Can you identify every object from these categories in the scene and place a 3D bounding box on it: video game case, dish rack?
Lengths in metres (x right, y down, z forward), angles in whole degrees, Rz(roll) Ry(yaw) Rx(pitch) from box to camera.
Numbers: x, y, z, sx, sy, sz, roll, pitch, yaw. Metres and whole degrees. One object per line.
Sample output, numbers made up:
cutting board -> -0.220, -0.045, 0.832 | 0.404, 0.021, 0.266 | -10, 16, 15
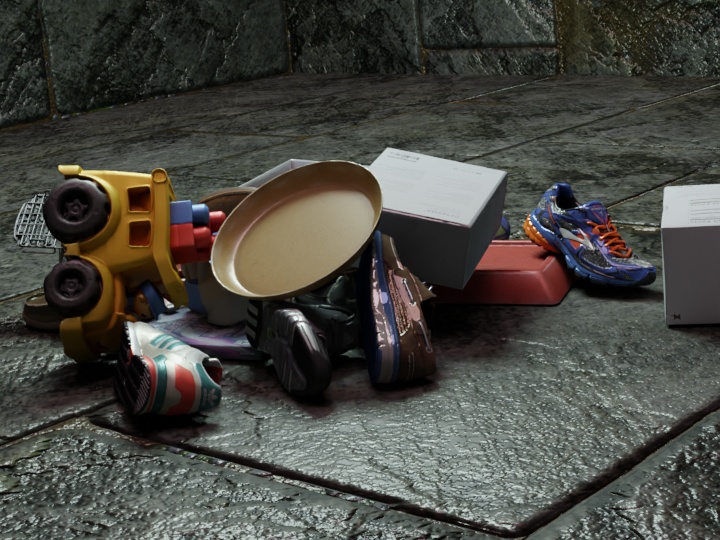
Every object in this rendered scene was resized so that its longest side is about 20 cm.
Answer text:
video game case -> -0.170, 0.069, 1.595 | 0.199, 0.019, 0.143 | 2, 15, 22
dish rack -> -0.329, -0.044, 1.761 | 0.198, 0.055, 0.154 | 4, 29, -5

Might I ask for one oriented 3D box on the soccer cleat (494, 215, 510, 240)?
soccer cleat -> 0.102, -0.054, 1.898 | 0.199, 0.065, 0.084 | 2, 18, 26

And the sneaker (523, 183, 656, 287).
sneaker -> 0.273, -0.041, 1.674 | 0.075, 0.079, 0.200 | -3, 29, -42

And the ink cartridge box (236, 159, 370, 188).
ink cartridge box -> -0.052, -0.092, 1.782 | 0.199, 0.057, 0.162 | 6, -18, -37

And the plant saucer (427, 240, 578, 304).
plant saucer -> 0.165, -0.003, 1.731 | 0.198, 0.037, 0.200 | 1, 14, 21

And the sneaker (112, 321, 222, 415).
sneaker -> -0.189, 0.102, 1.400 | 0.093, 0.071, 0.200 | 9, 7, -18

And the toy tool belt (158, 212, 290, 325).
toy tool belt -> -0.167, -0.015, 1.638 | 0.124, 0.124, 0.199 | -16, 17, -38

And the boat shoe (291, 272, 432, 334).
boat shoe -> 0.002, 0.030, 1.568 | 0.072, 0.068, 0.199 | -12, 17, -43

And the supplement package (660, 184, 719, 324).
supplement package -> 0.391, -0.021, 1.563 | 0.109, 0.115, 0.200 | -2, 15, 14

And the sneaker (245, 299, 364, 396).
sneaker -> -0.037, 0.070, 1.439 | 0.115, 0.076, 0.200 | 2, 18, -23

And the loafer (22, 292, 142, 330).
loafer -> -0.325, 0.028, 1.683 | 0.199, 0.068, 0.076 | -5, 12, 29

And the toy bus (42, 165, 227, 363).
toy bus -> -0.239, -0.009, 1.529 | 0.191, 0.201, 0.136 | -2, -19, -2

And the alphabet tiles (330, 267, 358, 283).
alphabet tiles -> 0.000, 0.000, 1.700 | 0.166, 0.008, 0.200 | -10, -4, -15

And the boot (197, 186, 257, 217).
boot -> -0.111, -0.048, 1.676 | 0.199, 0.074, 0.076 | 9, 62, 20

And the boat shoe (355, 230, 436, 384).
boat shoe -> 0.038, 0.040, 1.448 | 0.072, 0.072, 0.201 | 6, 46, -12

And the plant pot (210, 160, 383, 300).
plant pot -> -0.064, -0.038, 1.484 | 0.199, 0.028, 0.201 | -17, 40, 15

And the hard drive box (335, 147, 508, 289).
hard drive box -> 0.070, -0.064, 1.606 | 0.155, 0.077, 0.200 | 12, 24, 14
